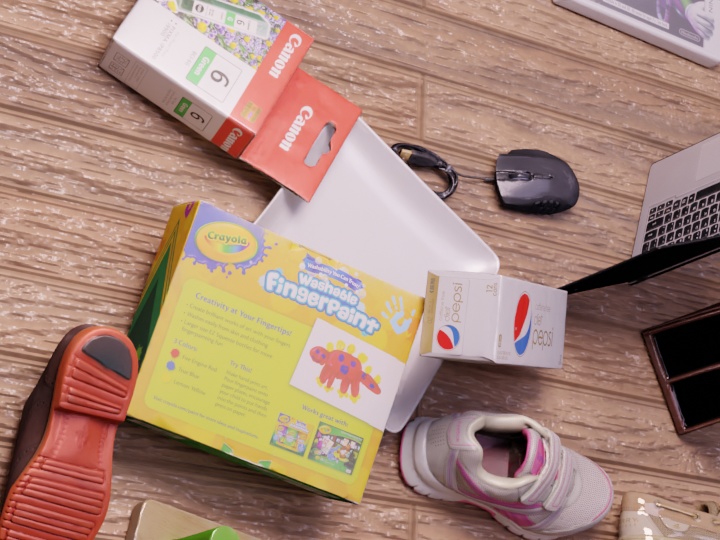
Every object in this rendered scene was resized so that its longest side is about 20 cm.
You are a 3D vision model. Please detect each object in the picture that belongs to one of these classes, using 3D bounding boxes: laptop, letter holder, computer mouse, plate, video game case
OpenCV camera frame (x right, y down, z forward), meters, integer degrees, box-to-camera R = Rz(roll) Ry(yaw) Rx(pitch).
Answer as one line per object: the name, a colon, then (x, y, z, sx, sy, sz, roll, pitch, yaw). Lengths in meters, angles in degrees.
laptop: (0.256, -0.057, 1.606, 0.115, 0.187, 0.202, 27, 63, -24)
letter holder: (0.382, 0.061, 1.680, 0.199, 0.142, 0.101, -17, 85, -36)
computer mouse: (0.113, -0.085, 1.616, 0.198, 0.034, 0.059, 5, 74, -31)
plate: (0.000, 0.000, 1.518, 0.200, 0.032, 0.200, 43, 57, -15)
video game case: (0.272, -0.310, 1.795, 0.199, 0.023, 0.184, 17, 67, -28)

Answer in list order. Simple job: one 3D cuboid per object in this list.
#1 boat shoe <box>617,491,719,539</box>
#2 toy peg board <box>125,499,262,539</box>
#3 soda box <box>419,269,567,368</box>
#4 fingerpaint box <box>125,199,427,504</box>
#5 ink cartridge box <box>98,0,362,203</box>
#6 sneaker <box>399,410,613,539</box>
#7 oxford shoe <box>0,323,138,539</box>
boat shoe: (0.312, 0.232, 1.626, 0.198, 0.071, 0.065, 14, 69, -28)
toy peg board: (-0.079, 0.284, 1.340, 0.199, 0.098, 0.201, 24, 64, -25)
soda box: (0.109, 0.041, 1.486, 0.200, 0.063, 0.069, 11, 83, -69)
fingerpaint box: (-0.072, 0.062, 1.401, 0.199, 0.073, 0.168, 23, 79, -22)
ink cartridge box: (-0.094, -0.155, 1.473, 0.199, 0.050, 0.109, 33, 60, -7)
sneaker: (0.133, 0.166, 1.519, 0.199, 0.088, 0.082, 17, 67, -28)
oxford shoe: (-0.214, 0.135, 1.321, 0.071, 0.072, 0.202, 25, 82, -28)
